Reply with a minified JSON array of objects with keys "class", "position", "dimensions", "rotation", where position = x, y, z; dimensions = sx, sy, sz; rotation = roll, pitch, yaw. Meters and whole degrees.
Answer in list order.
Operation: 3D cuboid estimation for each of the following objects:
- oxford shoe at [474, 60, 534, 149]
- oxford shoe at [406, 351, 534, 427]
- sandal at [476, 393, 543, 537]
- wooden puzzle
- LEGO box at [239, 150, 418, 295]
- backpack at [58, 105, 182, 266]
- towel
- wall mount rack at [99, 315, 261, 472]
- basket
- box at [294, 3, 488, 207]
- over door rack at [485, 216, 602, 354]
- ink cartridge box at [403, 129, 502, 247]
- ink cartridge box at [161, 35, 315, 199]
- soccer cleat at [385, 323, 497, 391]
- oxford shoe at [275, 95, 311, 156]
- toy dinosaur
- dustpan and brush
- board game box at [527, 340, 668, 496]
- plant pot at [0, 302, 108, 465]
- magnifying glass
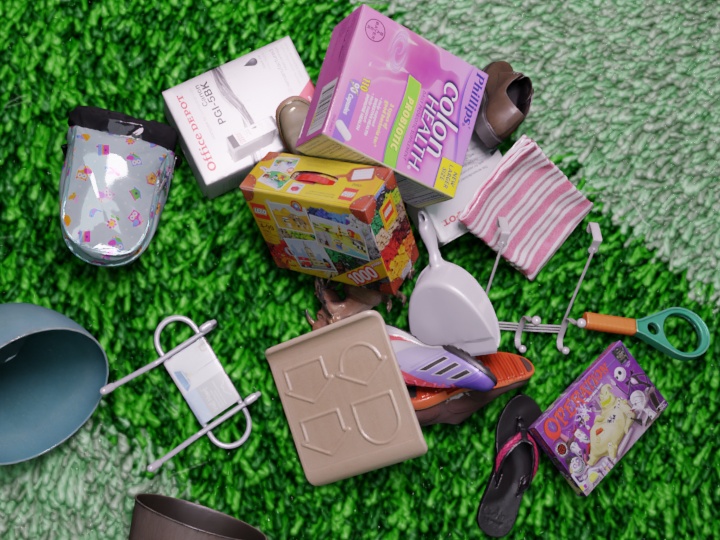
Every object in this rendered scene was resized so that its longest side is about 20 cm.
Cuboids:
[{"class":"oxford shoe","position":[0.213,-0.250,1.199],"dimensions":[0.073,0.084,0.202],"rotation":[42,33,-24]},{"class":"oxford shoe","position":[0.149,0.169,1.182],"dimensions":[0.196,0.072,0.074],"rotation":[-13,124,-5]},{"class":"sandal","position":[0.218,0.276,1.184],"dimensions":[0.074,0.045,0.203],"rotation":[18,80,-5]},{"class":"wooden puzzle","position":[-0.018,0.172,1.133],"dimensions":[0.183,0.046,0.203],"rotation":[-21,89,23]},{"class":"LEGO box","position":[-0.038,-0.064,1.091],"dimensions":[0.197,0.150,0.078],"rotation":[13,52,33]},{"class":"backpack","position":[-0.332,-0.106,1.117],"dimensions":[0.164,0.127,0.204],"rotation":[11,84,-10]},{"class":"towel","position":[0.236,-0.080,1.174],"dimensions":[0.199,0.030,0.147],"rotation":[34,99,-39]},{"class":"wall mount rack","position":[-0.235,0.163,1.119],"dimensions":[0.172,0.075,0.202],"rotation":[-33,87,-11]},{"class":"basket","position":[-0.231,0.409,1.060],"dimensions":[0.177,0.136,0.203],"rotation":[18,84,-2]},{"class":"box","position":[0.042,-0.205,1.086],"dimensions":[0.198,0.096,0.179],"rotation":[23,77,-23]},{"class":"over door rack","position":[0.242,0.031,1.164],"dimensions":[0.145,0.067,0.203],"rotation":[4,120,-8]},{"class":"ink cartridge box","position":[0.120,-0.150,1.209],"dimensions":[0.145,0.083,0.202],"rotation":[-27,86,-12]},{"class":"ink cartridge box","position":[-0.158,-0.212,1.178],"dimensions":[0.198,0.083,0.149],"rotation":[-27,88,-11]},{"class":"soccer cleat","position":[0.089,0.134,1.137],"dimensions":[0.197,0.068,0.074],"rotation":[19,67,28]},{"class":"oxford shoe","position":[-0.047,-0.148,1.134],"dimensions":[0.070,0.074,0.201],"rotation":[-36,130,1]},{"class":"toy dinosaur","position":[0.000,0.000,1.177],"dimensions":[0.133,0.086,0.203],"rotation":[10,67,18]},{"class":"dustpan and brush","position":[0.109,0.018,1.155],"dimensions":[0.057,0.138,0.203],"rotation":[-41,113,-47]},{"class":"board game box","position":[0.341,0.208,1.200],"dimensions":[0.199,0.032,0.120],"rotation":[-39,85,-23]},{"class":"plant pot","position":[-0.437,0.119,1.054],"dimensions":[0.200,0.201,0.134],"rotation":[-44,56,-12]},{"class":"magnifying glass","position":[0.422,0.086,1.238],"dimensions":[0.196,0.022,0.081],"rotation":[7,62,-8]}]
